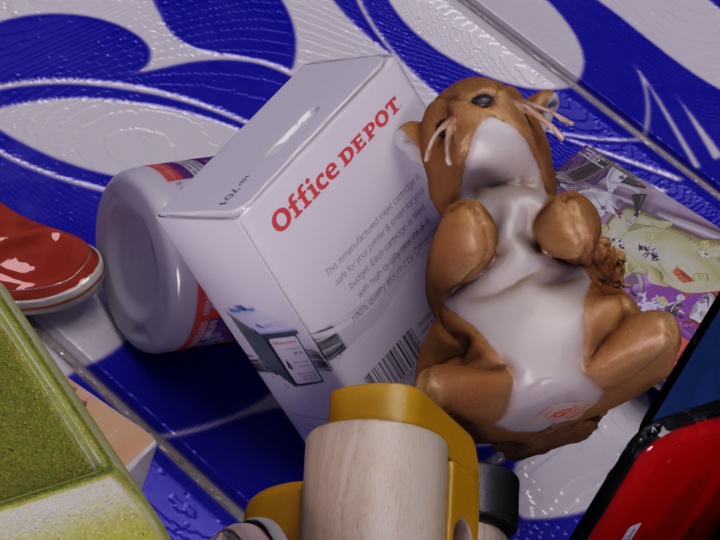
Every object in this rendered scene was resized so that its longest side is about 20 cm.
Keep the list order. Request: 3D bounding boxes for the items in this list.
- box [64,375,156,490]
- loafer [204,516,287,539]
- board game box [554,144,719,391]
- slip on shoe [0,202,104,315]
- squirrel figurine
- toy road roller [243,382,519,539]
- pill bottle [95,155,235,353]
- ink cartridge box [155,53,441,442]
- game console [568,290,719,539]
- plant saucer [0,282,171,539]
[{"bbox_3d":[-0.235,0.107,1.246,0.200,0.107,0.152,32,43,13],"label":"box"},{"bbox_3d":[-0.053,0.165,1.085,0.063,0.072,0.200,-5,17,-16],"label":"loafer"},{"bbox_3d":[0.183,0.005,1.536,0.200,0.032,0.120,34,62,28],"label":"board game box"},{"bbox_3d":[-0.247,-0.028,1.417,0.199,0.061,0.074,20,43,2],"label":"slip on shoe"},{"bbox_3d":[0.080,-0.004,1.296,0.141,0.200,0.187,-18,69,3],"label":"squirrel figurine"},{"bbox_3d":[-0.008,0.147,1.207,0.145,0.200,0.124,-5,65,20],"label":"toy road roller"},{"bbox_3d":[-0.050,-0.019,1.449,0.199,0.112,0.112,-10,49,-29],"label":"pill bottle"},{"bbox_3d":[0.000,0.000,1.358,0.086,0.200,0.146,1,41,51],"label":"ink cartridge box"},{"bbox_3d":[0.160,0.095,1.337,0.172,0.200,0.119,-14,55,-32],"label":"game console"},{"bbox_3d":[-0.214,0.082,1.164,0.199,0.048,0.200,-15,53,-34],"label":"plant saucer"}]
